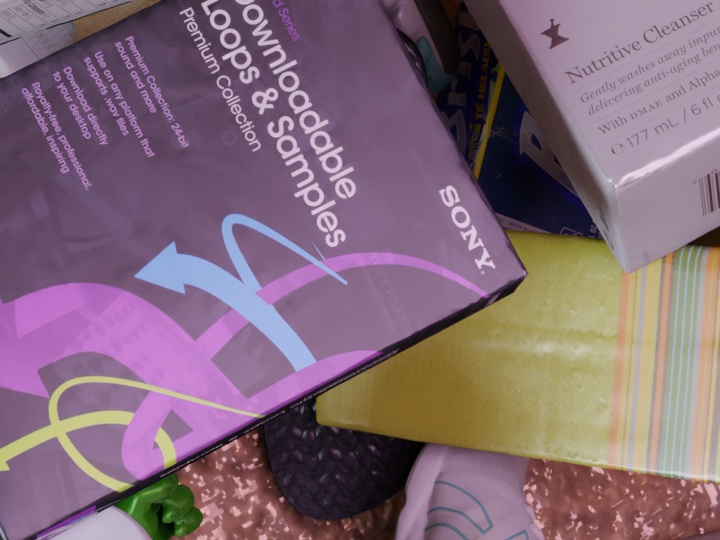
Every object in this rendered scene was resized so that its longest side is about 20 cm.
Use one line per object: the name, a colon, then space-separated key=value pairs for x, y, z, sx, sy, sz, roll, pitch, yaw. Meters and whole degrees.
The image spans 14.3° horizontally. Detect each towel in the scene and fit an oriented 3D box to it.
towel: x=0.076 y=0.028 z=1.079 sx=0.018 sy=0.199 sz=0.087 roll=-1 pitch=96 yaw=-63

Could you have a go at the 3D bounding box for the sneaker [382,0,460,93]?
sneaker: x=-0.005 y=-0.168 z=1.161 sx=0.091 sy=0.078 sz=0.201 roll=-35 pitch=99 yaw=-27

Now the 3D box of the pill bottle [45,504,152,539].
pill bottle: x=-0.079 y=0.175 z=1.017 sx=0.116 sy=0.116 sz=0.200 roll=-48 pitch=139 yaw=-20

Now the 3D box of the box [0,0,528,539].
box: x=-0.062 y=-0.013 z=0.965 sx=0.199 sy=0.036 sz=0.143 roll=-28 pitch=85 yaw=-12

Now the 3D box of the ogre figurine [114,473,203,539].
ogre figurine: x=-0.159 y=0.086 z=1.045 sx=0.200 sy=0.098 sz=0.120 roll=46 pitch=65 yaw=-49

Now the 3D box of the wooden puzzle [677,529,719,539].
wooden puzzle: x=0.218 y=0.199 z=1.229 sx=0.184 sy=0.046 sz=0.201 roll=-11 pitch=83 yaw=-24

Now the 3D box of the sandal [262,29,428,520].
sandal: x=0.000 y=0.000 z=1.148 sx=0.075 sy=0.045 sz=0.201 roll=2 pitch=97 yaw=-2

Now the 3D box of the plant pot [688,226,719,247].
plant pot: x=0.206 y=-0.041 z=1.178 sx=0.193 sy=0.195 sz=0.201 roll=-3 pitch=79 yaw=-23

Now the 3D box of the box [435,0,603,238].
box: x=0.081 y=-0.099 z=1.192 sx=0.070 sy=0.064 sz=0.201 roll=19 pitch=76 yaw=-20

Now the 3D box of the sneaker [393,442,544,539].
sneaker: x=0.045 y=0.124 z=1.090 sx=0.080 sy=0.200 sz=0.071 roll=9 pitch=122 yaw=12

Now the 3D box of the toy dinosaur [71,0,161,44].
toy dinosaur: x=-0.069 y=-0.095 z=1.023 sx=0.101 sy=0.058 sz=0.201 roll=25 pitch=80 yaw=-5

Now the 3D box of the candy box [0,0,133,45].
candy box: x=-0.148 y=-0.142 z=0.954 sx=0.199 sy=0.061 sz=0.137 roll=-18 pitch=83 yaw=6

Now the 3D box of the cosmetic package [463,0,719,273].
cosmetic package: x=0.096 y=-0.115 z=1.061 sx=0.113 sy=0.081 sz=0.200 roll=-29 pitch=65 yaw=-3

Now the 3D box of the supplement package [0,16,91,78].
supplement package: x=-0.128 y=-0.120 z=1.080 sx=0.114 sy=0.109 sz=0.200 roll=-43 pitch=101 yaw=-22
